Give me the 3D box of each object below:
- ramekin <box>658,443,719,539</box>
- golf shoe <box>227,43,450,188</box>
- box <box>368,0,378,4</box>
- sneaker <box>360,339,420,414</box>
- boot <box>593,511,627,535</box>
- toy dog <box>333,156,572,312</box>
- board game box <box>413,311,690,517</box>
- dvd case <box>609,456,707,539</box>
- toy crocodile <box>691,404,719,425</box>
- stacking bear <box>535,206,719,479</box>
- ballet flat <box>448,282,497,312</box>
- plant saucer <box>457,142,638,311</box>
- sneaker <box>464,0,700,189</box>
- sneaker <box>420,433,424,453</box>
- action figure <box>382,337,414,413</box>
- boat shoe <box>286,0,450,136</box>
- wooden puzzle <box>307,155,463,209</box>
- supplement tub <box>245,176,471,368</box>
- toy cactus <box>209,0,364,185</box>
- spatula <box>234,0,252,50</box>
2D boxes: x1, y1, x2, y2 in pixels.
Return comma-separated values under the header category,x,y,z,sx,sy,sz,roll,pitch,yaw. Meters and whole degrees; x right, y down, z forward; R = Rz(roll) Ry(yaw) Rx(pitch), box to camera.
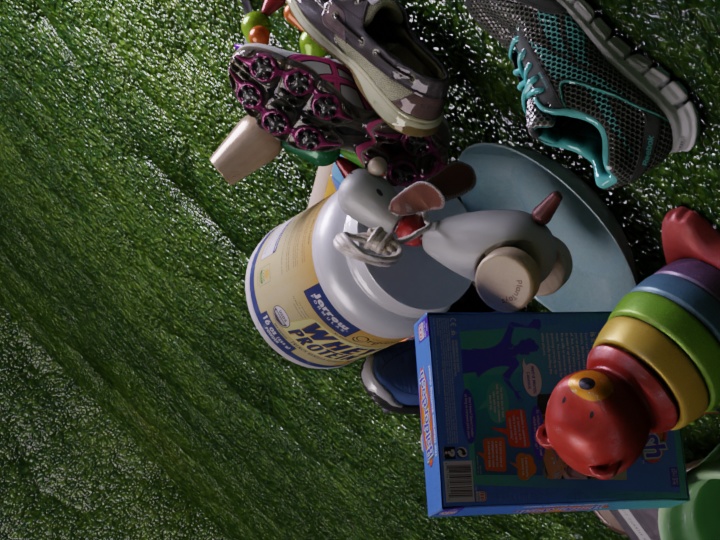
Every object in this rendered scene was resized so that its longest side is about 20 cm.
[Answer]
category,x,y,z,sx,sy,sz,roll,pitch,yaw
ramekin,0.345,0.208,1.353,0.200,0.098,0.200,30,143,25
golf shoe,-0.018,-0.140,1.440,0.200,0.092,0.073,25,124,-12
box,0.029,-0.276,1.223,0.117,0.060,0.200,51,160,-6
sneaker,0.090,0.083,1.600,0.077,0.199,0.076,-52,53,48
boot,0.290,0.211,1.583,0.200,0.070,0.146,43,153,10
toy dog,0.083,-0.046,1.361,0.199,0.097,0.132,20,-160,-3
board game box,0.146,0.109,1.320,0.045,0.199,0.153,128,140,-70
dvd case,0.324,0.225,1.487,0.200,0.016,0.149,-27,105,44
toy crocodile,0.265,0.098,1.413,0.062,0.068,0.200,29,164,-10
stacking bear,0.216,0.070,1.263,0.121,0.200,0.114,33,155,36
ballet flat,0.102,0.025,1.626,0.067,0.057,0.200,51,160,-4
plant saucer,0.164,-0.035,1.417,0.201,0.039,0.201,40,158,20
sneaker,0.140,-0.135,1.206,0.200,0.091,0.078,41,158,20
sneaker,0.148,0.124,1.564,0.085,0.199,0.075,70,-171,-45
action figure,0.094,0.132,1.780,0.200,0.105,0.193,52,169,-5
boat shoe,0.010,-0.197,1.406,0.201,0.072,0.066,53,132,27
wooden puzzle,0.019,-0.042,1.621,0.200,0.037,0.185,46,146,23
supplement tub,0.000,0.000,1.524,0.145,0.144,0.200,51,147,-8
toy cactus,-0.063,-0.142,1.528,0.200,0.165,0.102,50,-179,9
spatula,-0.110,-0.244,1.621,0.056,0.021,0.200,24,149,37
